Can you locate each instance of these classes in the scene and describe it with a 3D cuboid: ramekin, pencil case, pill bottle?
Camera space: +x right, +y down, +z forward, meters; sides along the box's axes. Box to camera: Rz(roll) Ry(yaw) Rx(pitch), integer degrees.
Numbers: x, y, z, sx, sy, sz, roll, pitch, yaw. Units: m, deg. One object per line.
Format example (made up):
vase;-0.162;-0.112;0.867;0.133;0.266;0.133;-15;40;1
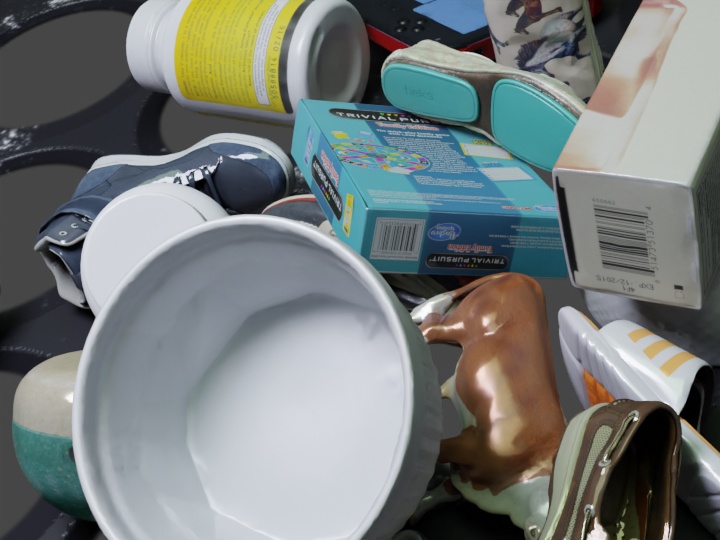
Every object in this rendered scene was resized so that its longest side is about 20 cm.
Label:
ramekin;-0.048;0.079;0.760;0.197;0.105;0.203;-4;78;20
pencil case;0.140;-0.182;1.024;0.088;0.202;0.078;-3;39;20
pill bottle;-0.126;0.000;0.926;0.107;0.200;0.111;0;86;0
pill bottle;-0.100;-0.184;1.187;0.198;0.112;0.112;11;49;30

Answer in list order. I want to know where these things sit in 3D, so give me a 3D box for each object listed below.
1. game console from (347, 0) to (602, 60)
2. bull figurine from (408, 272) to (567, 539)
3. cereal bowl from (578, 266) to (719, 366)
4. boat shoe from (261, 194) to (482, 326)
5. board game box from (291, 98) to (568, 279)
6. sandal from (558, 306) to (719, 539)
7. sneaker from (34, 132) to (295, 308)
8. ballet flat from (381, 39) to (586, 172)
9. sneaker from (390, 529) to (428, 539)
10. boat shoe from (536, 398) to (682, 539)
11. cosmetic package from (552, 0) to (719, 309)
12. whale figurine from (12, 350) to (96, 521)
game console;0.093;-0.236;1.202;0.198;0.031;0.177;-24;41;-24
bull figurine;0.079;0.091;0.851;0.120;0.065;0.202;-12;50;12
cereal bowl;0.235;-0.038;0.925;0.197;0.084;0.202;-11;41;10
boat shoe;0.000;0.000;0.986;0.198;0.072;0.063;16;48;26
board game box;0.046;-0.060;0.975;0.149;0.048;0.200;3;25;-17
sandal;0.193;0.091;0.815;0.059;0.080;0.207;-30;51;-14
sneaker;-0.156;-0.035;1.064;0.200;0.078;0.147;-7;31;28
ballet flat;0.104;-0.126;0.994;0.198;0.068;0.062;26;45;30
sneaker;-0.023;0.222;0.754;0.072;0.071;0.200;17;53;34
boat shoe;0.129;0.158;0.724;0.075;0.074;0.205;-29;43;53
cosmetic package;0.196;-0.086;0.853;0.086;0.104;0.201;10;48;29
whale figurine;-0.126;0.112;0.903;0.197;0.105;0.159;4;7;-4
